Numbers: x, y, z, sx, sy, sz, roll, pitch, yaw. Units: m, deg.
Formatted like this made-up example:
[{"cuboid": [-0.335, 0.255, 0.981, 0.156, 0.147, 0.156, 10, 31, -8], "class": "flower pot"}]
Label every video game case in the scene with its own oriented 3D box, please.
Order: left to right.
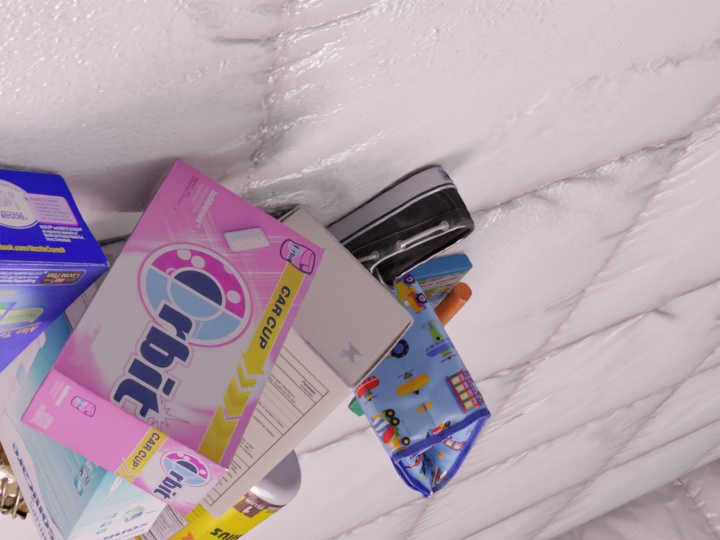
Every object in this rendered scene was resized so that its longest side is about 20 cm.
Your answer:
[{"cuboid": [0.002, 0.055, 1.309, 0.143, 0.018, 0.200, -10, 153, -40], "class": "video game case"}]

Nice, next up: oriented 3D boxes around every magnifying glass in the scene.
[{"cuboid": [0.047, 0.078, 1.378, 0.200, 0.022, 0.080, -48, -178, 39], "class": "magnifying glass"}]

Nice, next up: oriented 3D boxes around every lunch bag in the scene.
[{"cuboid": [0.041, 0.113, 1.252, 0.094, 0.151, 0.200, -26, 159, -7], "class": "lunch bag"}]

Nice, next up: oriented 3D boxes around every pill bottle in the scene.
[{"cuboid": [-0.162, 0.227, 1.364, 0.200, 0.109, 0.109, -37, 158, 21], "class": "pill bottle"}]

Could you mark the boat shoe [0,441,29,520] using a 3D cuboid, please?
[{"cuboid": [-0.272, 0.157, 1.110, 0.200, 0.074, 0.076, -8, 151, -44], "class": "boat shoe"}]

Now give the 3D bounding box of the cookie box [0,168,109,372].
[{"cuboid": [-0.275, 0.026, 0.796, 0.200, 0.075, 0.171, -40, 158, 26], "class": "cookie box"}]

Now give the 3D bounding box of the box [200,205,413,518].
[{"cuboid": [-0.078, 0.071, 1.047, 0.200, 0.128, 0.109, -46, 178, 38], "class": "box"}]

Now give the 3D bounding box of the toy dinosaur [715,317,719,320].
[{"cuboid": [0.578, 0.049, 1.961, 0.102, 0.077, 0.200, -35, 163, -5], "class": "toy dinosaur"}]

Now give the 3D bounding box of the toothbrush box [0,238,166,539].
[{"cuboid": [-0.185, 0.095, 0.975, 0.085, 0.147, 0.200, -13, 154, -35], "class": "toothbrush box"}]

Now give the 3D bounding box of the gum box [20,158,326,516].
[{"cuboid": [-0.108, 0.033, 0.853, 0.066, 0.113, 0.200, -49, -167, 45], "class": "gum box"}]

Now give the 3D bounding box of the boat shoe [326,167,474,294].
[{"cuboid": [0.001, 0.000, 1.107, 0.199, 0.068, 0.074, -32, 159, 8], "class": "boat shoe"}]
